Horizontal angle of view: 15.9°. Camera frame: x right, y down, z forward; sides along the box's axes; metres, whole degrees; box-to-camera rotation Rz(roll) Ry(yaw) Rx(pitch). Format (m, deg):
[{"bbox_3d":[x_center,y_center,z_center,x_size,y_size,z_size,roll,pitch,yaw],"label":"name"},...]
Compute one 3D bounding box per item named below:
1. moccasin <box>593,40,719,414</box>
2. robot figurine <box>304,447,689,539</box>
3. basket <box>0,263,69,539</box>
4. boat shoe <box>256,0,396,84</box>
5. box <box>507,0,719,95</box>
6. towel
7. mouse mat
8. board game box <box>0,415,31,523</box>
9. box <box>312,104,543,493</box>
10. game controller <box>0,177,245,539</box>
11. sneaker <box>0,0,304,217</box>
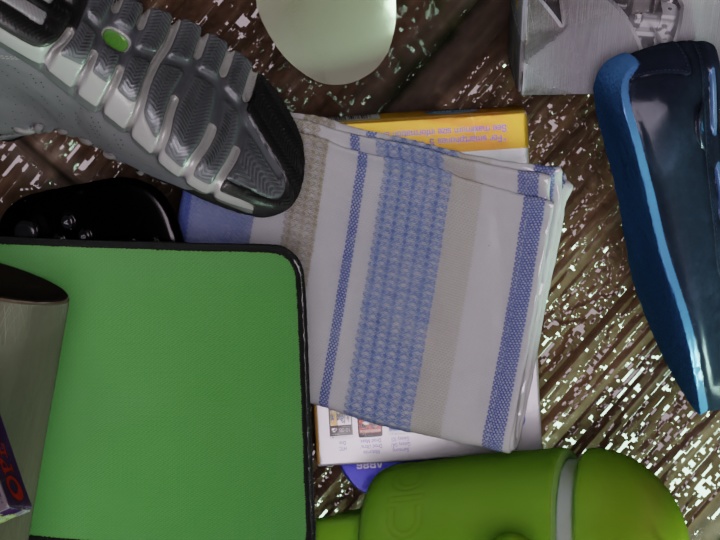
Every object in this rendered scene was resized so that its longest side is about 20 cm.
[{"bbox_3d":[0.172,-0.019,1.282,0.068,0.081,0.201,-21,122,-10],"label":"moccasin"},{"bbox_3d":[0.074,0.149,1.281,0.198,0.175,0.117,-7,85,16],"label":"robot figurine"},{"bbox_3d":[-0.218,0.096,1.248,0.135,0.180,0.201,15,98,7],"label":"basket"},{"bbox_3d":[-0.038,-0.181,1.261,0.071,0.063,0.201,-26,127,2],"label":"boat shoe"},{"bbox_3d":[0.175,-0.168,1.262,0.198,0.048,0.159,-1,121,-6],"label":"box"},{"bbox_3d":[0.000,0.000,1.277,0.199,0.024,0.148,13,105,18],"label":"towel"},{"bbox_3d":[-0.118,0.063,1.288,0.199,0.008,0.162,3,103,20],"label":"mouse mat"},{"bbox_3d":[-0.236,0.039,1.173,0.119,0.032,0.201,-26,76,17],"label":"board game box"},{"bbox_3d":[0.031,0.019,1.321,0.118,0.041,0.202,-4,96,-2],"label":"box"},{"bbox_3d":[-0.120,0.053,1.306,0.104,0.042,0.201,-8,100,34],"label":"game controller"},{"bbox_3d":[-0.128,-0.082,1.262,0.200,0.115,0.075,36,55,-16],"label":"sneaker"}]
